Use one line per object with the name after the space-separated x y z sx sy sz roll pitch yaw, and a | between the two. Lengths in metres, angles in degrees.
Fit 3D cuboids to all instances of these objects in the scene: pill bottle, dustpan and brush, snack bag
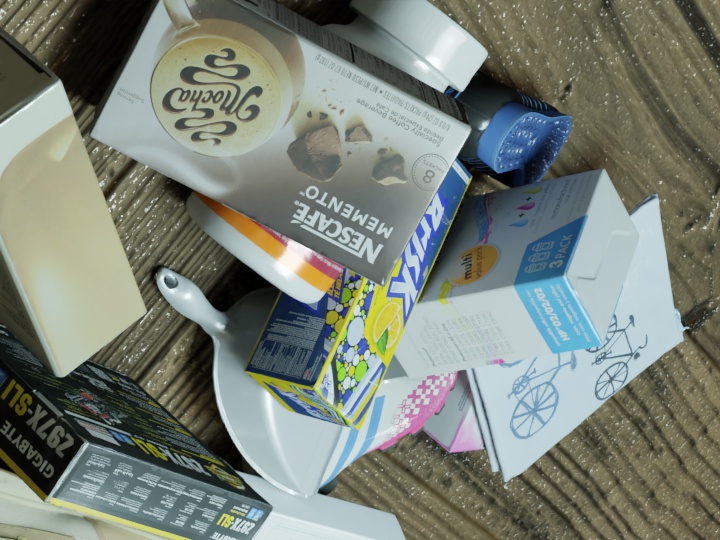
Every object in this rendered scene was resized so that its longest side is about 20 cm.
-0.013 -0.087 1.449 0.200 0.109 0.109 -53 144 2 | pill bottle
-0.074 0.053 1.546 0.200 0.057 0.140 51 53 -51 | dustpan and brush
0.164 0.048 1.718 0.200 0.021 0.189 -37 141 -16 | snack bag

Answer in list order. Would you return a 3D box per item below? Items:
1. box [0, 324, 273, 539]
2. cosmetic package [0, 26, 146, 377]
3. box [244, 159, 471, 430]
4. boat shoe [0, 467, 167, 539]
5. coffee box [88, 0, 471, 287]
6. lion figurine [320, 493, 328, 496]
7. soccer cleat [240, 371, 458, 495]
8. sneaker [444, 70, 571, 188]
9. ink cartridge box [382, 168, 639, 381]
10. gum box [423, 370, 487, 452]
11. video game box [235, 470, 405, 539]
-0.167 0.103 1.404 0.049 0.160 0.200 -54 145 6 | box
-0.199 -0.044 1.291 0.071 0.105 0.200 -37 143 -19 | cosmetic package
0.000 0.000 1.520 0.070 0.064 0.201 46 63 -50 | box
-0.184 0.181 1.442 0.074 0.199 0.069 124 -15 -77 | boat shoe
-0.047 -0.090 1.341 0.199 0.080 0.113 28 103 -10 | coffee box
-0.085 0.222 1.689 0.199 0.073 0.123 20 113 -38 | lion figurine
-0.006 0.095 1.651 0.200 0.070 0.087 -38 127 -25 | soccer cleat
0.094 -0.104 1.596 0.070 0.078 0.200 -56 165 3 | sneaker
0.083 0.006 1.574 0.068 0.199 0.115 57 38 -29 | ink cartridge box
0.122 0.037 1.740 0.113 0.066 0.201 -1 121 -46 | gum box
-0.094 0.229 1.612 0.199 0.047 0.183 19 117 -32 | video game box
